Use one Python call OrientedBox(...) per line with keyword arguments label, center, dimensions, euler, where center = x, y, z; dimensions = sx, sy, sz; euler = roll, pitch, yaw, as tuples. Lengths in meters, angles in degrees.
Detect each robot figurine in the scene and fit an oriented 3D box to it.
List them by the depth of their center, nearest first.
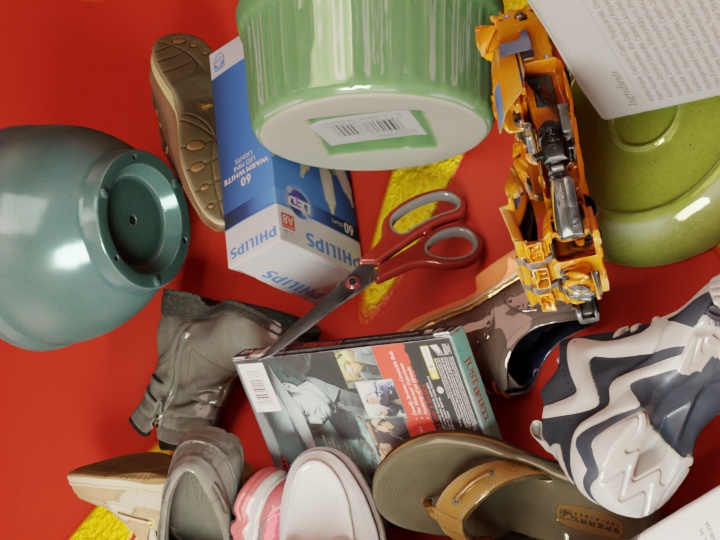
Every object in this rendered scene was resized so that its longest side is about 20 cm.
OrientedBox(label="robot figurine", center=(0.117, -0.063, 0.874), dimensions=(0.058, 0.145, 0.201), euler=(-11, 53, 10))

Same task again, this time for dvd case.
OrientedBox(label="dvd case", center=(0.010, 0.114, 0.955), dimensions=(0.199, 0.022, 0.147), euler=(-10, 108, 39))

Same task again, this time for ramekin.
OrientedBox(label="ramekin", center=(0.008, -0.144, 1.005), dimensions=(0.199, 0.199, 0.098), euler=(-12, 72, 38))

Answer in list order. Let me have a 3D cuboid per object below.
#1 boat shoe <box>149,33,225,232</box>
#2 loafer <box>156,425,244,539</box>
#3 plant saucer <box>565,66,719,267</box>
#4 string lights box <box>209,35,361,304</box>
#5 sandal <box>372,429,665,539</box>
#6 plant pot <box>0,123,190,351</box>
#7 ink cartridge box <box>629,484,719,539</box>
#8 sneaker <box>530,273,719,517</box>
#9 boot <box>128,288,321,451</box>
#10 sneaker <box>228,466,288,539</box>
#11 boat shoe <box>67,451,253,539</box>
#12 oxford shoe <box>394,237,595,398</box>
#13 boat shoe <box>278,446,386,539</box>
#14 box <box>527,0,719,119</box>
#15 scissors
OrientedBox(label="boat shoe", center=(-0.141, -0.116, 1.219), dimensions=(0.068, 0.072, 0.201), euler=(119, 137, -53))
OrientedBox(label="loafer", center=(-0.122, 0.213, 1.011), dimensions=(0.069, 0.070, 0.201), euler=(7, 112, 13))
OrientedBox(label="plant saucer", center=(0.199, -0.103, 0.927), dimensions=(0.199, 0.031, 0.201), euler=(-17, 63, 36))
OrientedBox(label="string lights box", center=(-0.061, -0.084, 1.100), dimensions=(0.059, 0.103, 0.201), euler=(-27, 58, 31))
OrientedBox(label="sandal", center=(0.091, 0.153, 0.866), dimensions=(0.199, 0.054, 0.081), euler=(9, 118, 29))
OrientedBox(label="plant pot", center=(-0.233, -0.036, 1.177), dimensions=(0.133, 0.200, 0.202), euler=(-8, 68, 33))
OrientedBox(label="ink cartridge box", center=(0.206, 0.211, 0.756), dimensions=(0.200, 0.084, 0.146), euler=(-38, 52, 25))
OrientedBox(label="sneaker", center=(0.182, 0.051, 0.845), dimensions=(0.200, 0.079, 0.129), euler=(-52, 28, -7))
OrientedBox(label="boot", center=(-0.111, 0.091, 1.112), dimensions=(0.199, 0.067, 0.132), euler=(6, 82, 51))
OrientedBox(label="sneaker", center=(-0.052, 0.245, 0.969), dimensions=(0.086, 0.074, 0.202), euler=(5, 90, 32))
OrientedBox(label="boat shoe", center=(-0.163, 0.189, 1.104), dimensions=(0.199, 0.074, 0.070), euler=(-2, 99, 43))
OrientedBox(label="oxford shoe", center=(0.074, 0.063, 0.946), dimensions=(0.200, 0.071, 0.073), euler=(-41, 56, 22))
OrientedBox(label="boat shoe", center=(-0.019, 0.209, 0.896), dimensions=(0.073, 0.067, 0.201), euler=(-16, 67, 14))
OrientedBox(label="box", center=(0.194, -0.237, 0.837), dimensions=(0.170, 0.200, 0.200), euler=(-10, 58, 26))
OrientedBox(label="scissors", center=(0.000, 0.000, 0.996), dimensions=(0.199, 0.014, 0.073), euler=(-26, 61, -15))
